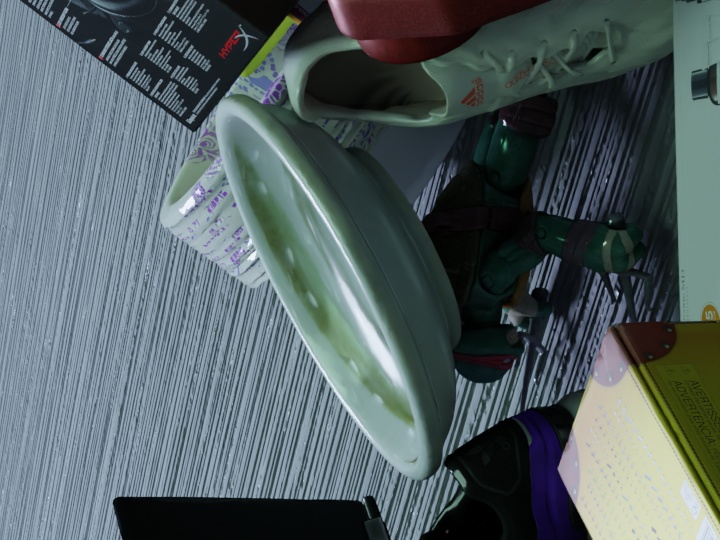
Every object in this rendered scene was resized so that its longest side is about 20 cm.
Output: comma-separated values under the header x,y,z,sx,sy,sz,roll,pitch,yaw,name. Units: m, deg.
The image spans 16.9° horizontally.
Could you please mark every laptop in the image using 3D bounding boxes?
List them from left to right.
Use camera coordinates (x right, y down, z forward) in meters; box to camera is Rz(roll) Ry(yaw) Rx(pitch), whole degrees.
x,y,z,sx,sy,sz,roll,pitch,yaw,name
-0.016,0.211,1.128,0.200,0.115,0.188,71,179,-52,laptop

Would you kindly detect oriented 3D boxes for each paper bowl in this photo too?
x,y,z,sx,sy,sz,roll,pitch,yaw,name
-0.013,-0.080,1.316,0.201,0.104,0.201,-53,9,12,paper bowl

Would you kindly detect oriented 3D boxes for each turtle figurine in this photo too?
x,y,z,sx,sy,sz,roll,pitch,yaw,name
0.079,-0.018,1.175,0.150,0.100,0.201,174,101,-68,turtle figurine

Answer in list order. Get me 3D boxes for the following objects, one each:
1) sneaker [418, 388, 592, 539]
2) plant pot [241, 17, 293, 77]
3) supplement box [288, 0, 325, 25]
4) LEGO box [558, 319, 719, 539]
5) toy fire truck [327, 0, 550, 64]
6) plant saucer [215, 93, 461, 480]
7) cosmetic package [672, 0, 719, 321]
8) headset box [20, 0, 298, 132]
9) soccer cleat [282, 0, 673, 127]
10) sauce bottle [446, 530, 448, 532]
x,y,z,sx,sy,sz,roll,pitch,yaw,name
0.070,0.151,1.151,0.070,0.099,0.201,-133,32,-52,sneaker
-0.088,-0.228,1.326,0.200,0.199,0.181,-54,17,3,plant pot
0.002,-0.234,1.188,0.200,0.131,0.103,-57,12,-21,supplement box
0.177,0.107,0.849,0.200,0.148,0.077,-114,31,-46,LEGO box
0.068,-0.176,1.028,0.112,0.167,0.200,64,-145,-38,toy fire truck
0.000,0.000,1.132,0.201,0.050,0.200,58,167,22,plant saucer
0.168,-0.065,1.001,0.082,0.050,0.201,173,96,-69,cosmetic package
-0.119,-0.169,1.119,0.077,0.200,0.149,-54,5,-21,headset box
0.062,-0.099,1.089,0.078,0.199,0.070,-82,-21,-56,soccer cleat
0.050,0.172,1.283,0.200,0.066,0.066,116,146,-51,sauce bottle
